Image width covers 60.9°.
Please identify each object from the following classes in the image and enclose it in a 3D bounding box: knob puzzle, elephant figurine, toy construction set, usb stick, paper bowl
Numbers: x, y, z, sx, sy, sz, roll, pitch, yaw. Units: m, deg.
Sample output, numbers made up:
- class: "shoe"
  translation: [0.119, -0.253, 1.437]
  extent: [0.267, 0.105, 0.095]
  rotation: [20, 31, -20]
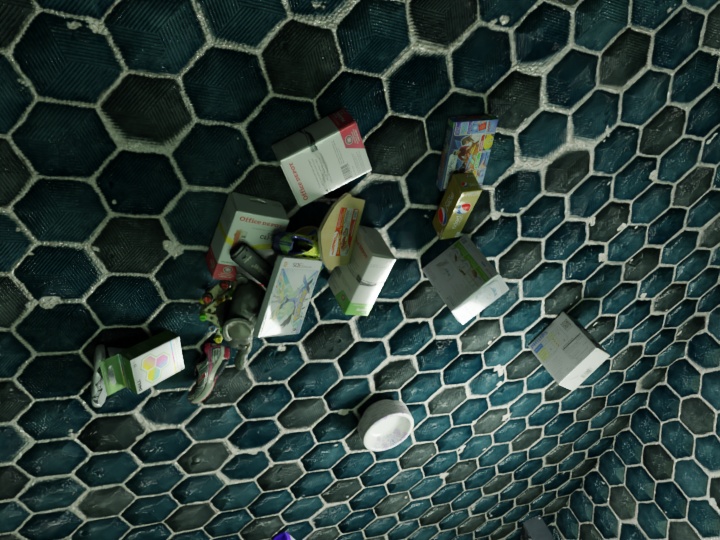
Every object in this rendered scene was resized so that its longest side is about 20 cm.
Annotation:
- class: "knob puzzle"
  translation: [-0.063, -0.101, 1.550]
  extent: [0.220, 0.030, 0.222]
  rotation: [-47, 147, -44]
- class: "elephant figurine"
  translation: [-0.299, 0.132, 1.525]
  extent: [0.200, 0.155, 0.142]
  rotation: [-46, 175, 0]
- class: "toy construction set"
  translation: [-0.343, 0.084, 1.607]
  extent: [0.200, 0.092, 0.131]
  rotation: [-41, 110, -1]
- class: "usb stick"
  translation: [-0.239, 0.004, 1.506]
  extent: [0.055, 0.033, 0.200]
  rotation: [-37, 129, 10]
- class: "paper bowl"
  translation: [0.084, 0.547, 2.209]
  extent: [0.198, 0.105, 0.203]
  rotation: [-14, 133, -16]

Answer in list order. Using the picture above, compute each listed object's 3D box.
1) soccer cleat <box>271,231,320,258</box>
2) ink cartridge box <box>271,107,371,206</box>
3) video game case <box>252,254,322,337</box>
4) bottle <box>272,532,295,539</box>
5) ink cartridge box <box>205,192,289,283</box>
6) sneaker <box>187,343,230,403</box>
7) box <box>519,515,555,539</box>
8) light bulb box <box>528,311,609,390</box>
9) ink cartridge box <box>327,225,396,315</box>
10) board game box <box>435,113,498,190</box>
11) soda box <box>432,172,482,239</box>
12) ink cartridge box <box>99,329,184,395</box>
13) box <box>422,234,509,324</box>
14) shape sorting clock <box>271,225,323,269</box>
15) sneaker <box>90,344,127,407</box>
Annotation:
- class: "soccer cleat"
  translation: [-0.132, -0.056, 1.510]
  extent: [0.199, 0.083, 0.066]
  rotation: [5, 96, -54]
- class: "ink cartridge box"
  translation: [-0.091, -0.266, 1.449]
  extent: [0.198, 0.085, 0.146]
  rotation: [-28, 135, -5]
- class: "video game case"
  translation: [-0.174, 0.064, 1.492]
  extent: [0.182, 0.022, 0.203]
  rotation: [4, 107, -63]
- class: "bottle"
  translation: [-0.297, 1.161, 2.554]
  extent: [0.083, 0.066, 0.201]
  rotation: [-28, 135, -2]
- class: "ink cartridge box"
  translation: [-0.280, -0.076, 1.511]
  extent: [0.144, 0.084, 0.202]
  rotation: [7, 123, -33]
- class: "sneaker"
  translation: [-0.445, 0.289, 1.744]
  extent: [0.074, 0.081, 0.201]
  rotation: [25, 106, -24]
- class: "box"
  translation: [1.006, 1.533, 3.449]
  extent: [0.122, 0.201, 0.198]
  rotation: [-16, 133, -13]
- class: "light bulb box"
  translation: [0.779, 0.301, 2.297]
  extent: [0.124, 0.201, 0.199]
  rotation: [26, 113, -41]
- class: "ink cartridge box"
  translation: [0.000, 0.000, 1.677]
  extent: [0.083, 0.146, 0.202]
  rotation: [7, 124, -32]
- class: "board game box"
  translation: [0.282, -0.314, 1.636]
  extent: [0.133, 0.035, 0.202]
  rotation: [-9, 130, -20]
- class: "soda box"
  translation: [0.262, -0.176, 1.685]
  extent: [0.063, 0.068, 0.201]
  rotation: [-8, 147, -20]
- class: "ink cartridge box"
  translation: [-0.559, 0.245, 1.582]
  extent: [0.199, 0.059, 0.105]
  rotation: [-28, 126, -43]
- class: "box"
  translation: [0.307, 0.024, 1.820]
  extent: [0.176, 0.201, 0.097]
  rotation: [-39, 135, 7]
- class: "shape sorting clock"
  translation: [-0.160, -0.024, 1.611]
  extent: [0.200, 0.039, 0.202]
  rotation: [-39, 143, -37]
- class: "sneaker"
  translation: [-0.651, 0.284, 1.626]
  extent: [0.113, 0.075, 0.202]
  rotation: [4, 122, -26]
